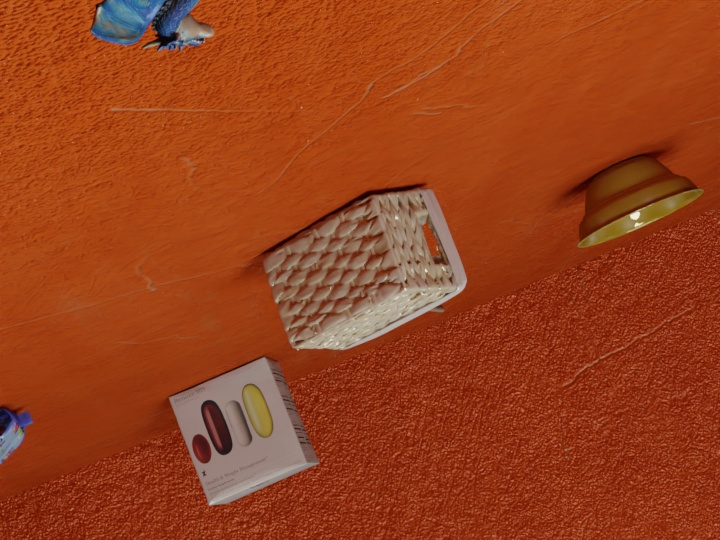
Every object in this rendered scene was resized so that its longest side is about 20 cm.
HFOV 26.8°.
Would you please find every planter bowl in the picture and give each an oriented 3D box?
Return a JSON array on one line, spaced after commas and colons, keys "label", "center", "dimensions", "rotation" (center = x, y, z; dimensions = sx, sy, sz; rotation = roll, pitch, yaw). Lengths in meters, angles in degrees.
[{"label": "planter bowl", "center": [0.393, -0.111, 2.207], "dimensions": [0.199, 0.084, 0.200], "rotation": [-23, 171, -4]}]

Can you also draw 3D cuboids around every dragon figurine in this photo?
[{"label": "dragon figurine", "center": [-0.121, -0.158, 0.802], "dimensions": [0.099, 0.059, 0.200], "rotation": [-28, 171, 29]}]

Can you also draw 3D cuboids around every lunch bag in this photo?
[{"label": "lunch bag", "center": [-0.544, 0.257, 2.097], "dimensions": [0.199, 0.094, 0.151], "rotation": [-30, 170, -12]}]

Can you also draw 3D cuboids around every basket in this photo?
[{"label": "basket", "center": [0.000, 0.000, 1.763], "dimensions": [0.199, 0.136, 0.123], "rotation": [-28, 165, 32]}]

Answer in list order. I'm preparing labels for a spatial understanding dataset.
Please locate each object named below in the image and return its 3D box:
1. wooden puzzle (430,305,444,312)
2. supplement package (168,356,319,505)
[{"label": "wooden puzzle", "center": [0.035, 0.086, 2.644], "dimensions": [0.199, 0.037, 0.185], "rotation": [-20, 172, 13]}, {"label": "supplement package", "center": [-0.203, 0.283, 2.654], "dimensions": [0.190, 0.201, 0.147], "rotation": [-24, 170, 3]}]
